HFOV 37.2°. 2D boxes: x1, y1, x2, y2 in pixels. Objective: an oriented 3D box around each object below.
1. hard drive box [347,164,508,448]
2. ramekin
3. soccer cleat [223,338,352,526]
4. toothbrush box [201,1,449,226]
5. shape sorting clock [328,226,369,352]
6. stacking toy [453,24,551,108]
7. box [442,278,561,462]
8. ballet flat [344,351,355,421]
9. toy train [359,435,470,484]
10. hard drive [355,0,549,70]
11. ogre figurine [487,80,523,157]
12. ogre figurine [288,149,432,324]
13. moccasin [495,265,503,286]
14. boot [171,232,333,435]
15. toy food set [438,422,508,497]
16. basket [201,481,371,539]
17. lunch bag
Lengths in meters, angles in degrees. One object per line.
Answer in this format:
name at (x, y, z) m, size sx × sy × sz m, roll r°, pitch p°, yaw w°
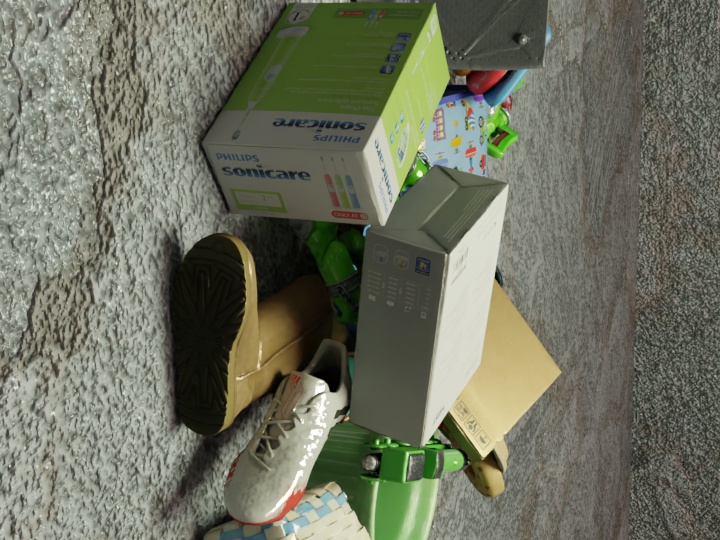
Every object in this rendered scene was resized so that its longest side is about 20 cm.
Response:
hard drive box at (0.061, 0.030, 0.957) m, size 0.156 × 0.077 × 0.200 m, roll -44°, pitch 145°, yaw -53°
ramekin at (0.006, 0.227, 1.128) m, size 0.200 × 0.098 × 0.200 m, roll 5°, pitch 90°, yaw -67°
soccer cleat at (-0.058, 0.133, 0.906) m, size 0.200 × 0.069 × 0.085 m, roll -49°, pitch 151°, yaw -53°
toothbrush box at (-0.023, -0.140, 0.919) m, size 0.086 × 0.145 × 0.200 m, roll 73°, pitch 31°, yaw -43°
shape sorting clock at (0.000, 0.000, 1.139) m, size 0.200 × 0.039 × 0.200 m, roll 9°, pitch 90°, yaw -69°
stacking toy at (0.101, -0.279, 1.181) m, size 0.110 × 0.200 × 0.116 m, roll -53°, pitch -164°, yaw 23°
box at (0.112, 0.075, 1.135) m, size 0.163 × 0.021 × 0.200 m, roll -39°, pitch 94°, yaw -38°
ballet flat at (-0.002, 0.114, 1.097) m, size 0.200 × 0.065 × 0.071 m, roll -16°, pitch 76°, yaw -39°
toy train at (0.057, 0.184, 1.040) m, size 0.200 × 0.056 × 0.042 m, roll 17°, pitch 79°, yaw -66°
hard drive at (0.095, -0.276, 1.118) m, size 0.042 × 0.200 × 0.135 m, roll -53°, pitch 146°, yaw -87°
ogre figurine at (0.161, -0.203, 1.374) m, size 0.200 × 0.098 × 0.120 m, roll -44°, pitch -166°, yaw 53°
ogre figurine at (-0.002, -0.059, 1.010) m, size 0.120 × 0.098 × 0.200 m, roll 45°, pitch 73°, yaw -29°
moccasin at (0.159, -0.048, 1.470) m, size 0.200 × 0.068 × 0.081 m, roll 65°, pitch 37°, yaw -50°
boot at (-0.084, 0.035, 0.924) m, size 0.200 × 0.066 × 0.175 m, roll -29°, pitch 133°, yaw -62°
toy food set at (0.098, 0.162, 1.242) m, size 0.049 × 0.198 × 0.200 m, roll -37°, pitch 144°, yaw -8°
basket at (-0.045, 0.300, 0.941) m, size 0.200 × 0.139 × 0.176 m, roll 66°, pitch 21°, yaw 11°
lunch bag at (0.082, -0.125, 1.214) m, size 0.200 × 0.094 × 0.151 m, roll -42°, pitch 134°, yaw -67°
